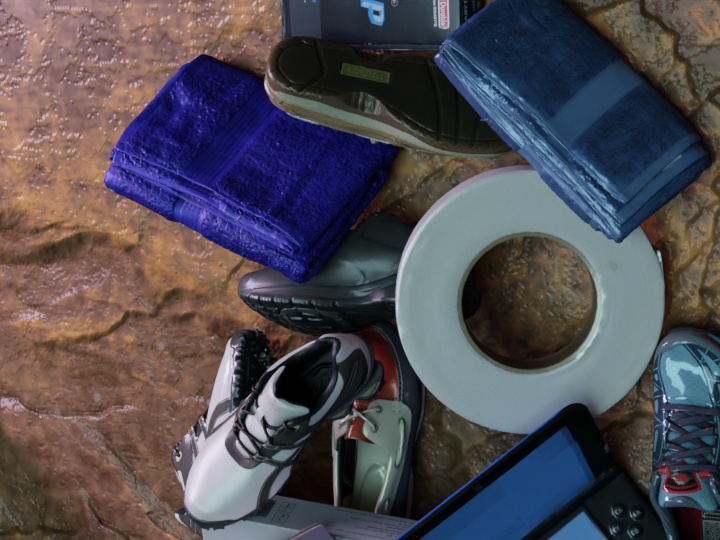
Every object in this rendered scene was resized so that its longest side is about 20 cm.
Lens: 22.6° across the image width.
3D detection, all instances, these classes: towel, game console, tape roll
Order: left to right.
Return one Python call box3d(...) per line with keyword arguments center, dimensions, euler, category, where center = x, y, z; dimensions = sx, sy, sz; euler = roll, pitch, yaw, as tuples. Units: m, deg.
box3d(center=(-0.088, -0.088, 1.429), dimensions=(0.200, 0.148, 0.050), euler=(27, 157, 20), category="towel")
box3d(center=(0.126, 0.021, 1.343), dimensions=(0.202, 0.037, 0.203), euler=(0, 99, 1), category="tape roll")
box3d(center=(0.134, 0.224, 1.341), dimensions=(0.200, 0.118, 0.171), euler=(-38, 83, -2), category="game console")
box3d(center=(0.155, -0.121, 1.305), dimensions=(0.200, 0.112, 0.049), euler=(46, 160, 13), category="towel")

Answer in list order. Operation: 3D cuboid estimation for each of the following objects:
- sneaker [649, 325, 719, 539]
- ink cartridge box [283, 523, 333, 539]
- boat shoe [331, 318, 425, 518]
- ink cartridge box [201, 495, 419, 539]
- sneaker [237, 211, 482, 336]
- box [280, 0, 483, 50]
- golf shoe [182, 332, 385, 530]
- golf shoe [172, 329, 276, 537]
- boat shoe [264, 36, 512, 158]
box3d(center=(0.252, 0.141, 1.316), dimensions=(0.079, 0.095, 0.201), euler=(-7, 99, 29), category="sneaker")
box3d(center=(-0.068, 0.316, 1.395), dimensions=(0.200, 0.084, 0.146), euler=(-44, 77, 25), category="ink cartridge box")
box3d(center=(0.008, 0.135, 1.470), dimensions=(0.071, 0.063, 0.201), euler=(9, 105, 29), category="boat shoe")
box3d(center=(-0.026, 0.269, 1.467), dimensions=(0.200, 0.044, 0.174), euler=(7, 121, 21), category="ink cartridge box")
box3d(center=(0.000, 0.000, 1.430), dimensions=(0.199, 0.076, 0.091), euler=(-4, 66, 14), category="sneaker")
box3d(center=(0.013, -0.269, 1.377), dimensions=(0.159, 0.046, 0.201), euler=(5, 104, 28), category="box")
box3d(center=(-0.074, 0.117, 1.404), dimensions=(0.200, 0.094, 0.078), euler=(-47, 68, 1), category="golf shoe")
box3d(center=(-0.122, 0.143, 1.526), dimensions=(0.094, 0.078, 0.201), euler=(12, 107, 26), category="golf shoe")
box3d(center=(0.024, -0.126, 1.388), dimensions=(0.200, 0.072, 0.076), euler=(19, 156, 2), category="boat shoe")
